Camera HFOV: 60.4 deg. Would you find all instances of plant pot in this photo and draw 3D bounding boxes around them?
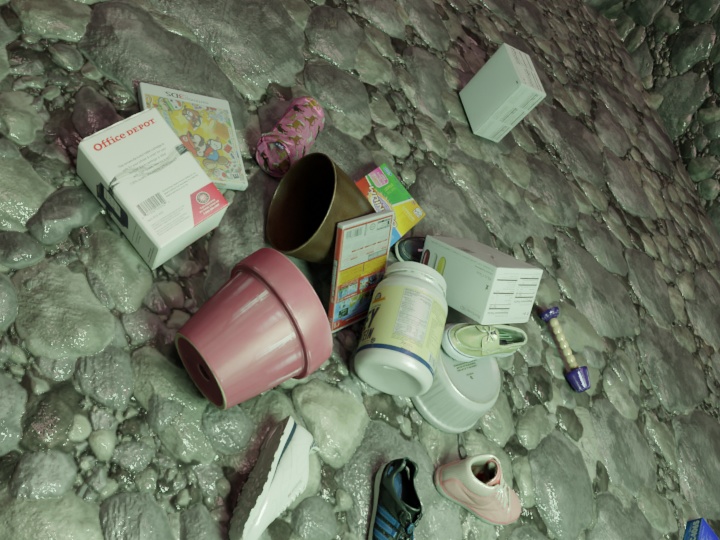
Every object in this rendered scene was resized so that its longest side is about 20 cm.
[{"bbox_3d":[-0.165,0.098,0.912,0.177,0.200,0.202,-34,84,-31],"label":"plant pot"},{"bbox_3d":[-0.045,-0.085,1.156,0.198,0.184,0.192,27,45,-42],"label":"plant pot"}]

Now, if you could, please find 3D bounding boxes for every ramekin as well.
[{"bbox_3d":[0.183,0.198,1.190,0.198,0.094,0.208,21,50,-27],"label":"ramekin"}]

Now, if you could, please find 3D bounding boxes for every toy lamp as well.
[{"bbox_3d":[0.492,0.190,1.483,0.057,0.058,0.205,0,60,-39],"label":"toy lamp"}]

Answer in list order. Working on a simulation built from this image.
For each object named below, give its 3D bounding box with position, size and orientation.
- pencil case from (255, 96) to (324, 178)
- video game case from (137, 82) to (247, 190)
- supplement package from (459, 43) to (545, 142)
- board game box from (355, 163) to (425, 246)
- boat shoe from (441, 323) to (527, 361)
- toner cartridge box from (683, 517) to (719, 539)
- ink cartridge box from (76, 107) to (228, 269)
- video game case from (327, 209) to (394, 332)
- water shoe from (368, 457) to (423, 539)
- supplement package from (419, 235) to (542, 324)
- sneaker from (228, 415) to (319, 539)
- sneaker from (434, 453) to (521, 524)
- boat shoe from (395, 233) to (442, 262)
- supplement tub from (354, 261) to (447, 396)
[{"bbox_3d":[-0.139,-0.275,1.260,0.080,0.088,0.202,15,44,11],"label":"pencil case"},{"bbox_3d":[-0.308,-0.245,1.139,0.178,0.023,0.206,2,61,-39],"label":"video game case"},{"bbox_3d":[0.400,-0.504,1.768,0.108,0.200,0.160,8,55,-35],"label":"supplement package"},{"bbox_3d":[0.041,-0.130,1.337,0.154,0.040,0.200,49,43,-1],"label":"board game box"},{"bbox_3d":[0.234,0.126,1.167,0.195,0.062,0.074,3,59,-38],"label":"boat shoe"},{"bbox_3d":[0.766,0.666,1.391,0.096,0.043,0.199,52,42,4],"label":"toner cartridge box"},{"bbox_3d":[-0.329,-0.132,0.981,0.202,0.084,0.144,51,54,1],"label":"ink cartridge box"},{"bbox_3d":[0.000,0.000,1.121,0.017,0.207,0.141,24,29,35],"label":"video game case"},{"bbox_3d":[0.057,0.393,0.960,0.070,0.079,0.205,19,51,-27],"label":"water shoe"},{"bbox_3d":[0.234,0.016,1.249,0.152,0.115,0.198,2,18,-40],"label":"supplement package"},{"bbox_3d":[-0.117,0.308,0.884,0.081,0.076,0.202,45,44,-18],"label":"sneaker"},{"bbox_3d":[0.235,0.388,1.096,0.197,0.104,0.077,30,44,-21],"label":"sneaker"},{"bbox_3d":[0.164,-0.037,1.355,0.195,0.061,0.078,13,71,-33],"label":"boat shoe"},{"bbox_3d":[0.078,0.104,1.108,0.142,0.144,0.205,29,58,-19],"label":"supplement tub"}]
